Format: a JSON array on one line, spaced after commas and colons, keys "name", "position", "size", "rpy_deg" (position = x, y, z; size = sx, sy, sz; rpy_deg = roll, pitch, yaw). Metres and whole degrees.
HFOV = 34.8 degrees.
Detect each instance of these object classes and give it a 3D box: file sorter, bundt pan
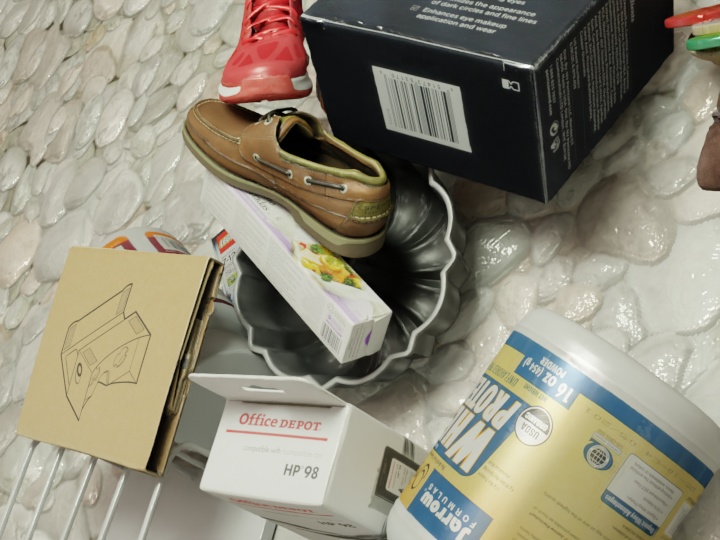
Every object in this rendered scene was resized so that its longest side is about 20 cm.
[{"name": "file sorter", "position": [-0.185, 0.210, 0.922], "size": [0.198, 0.124, 0.140], "rpy_deg": [-4, 61, 42]}, {"name": "bundt pan", "position": [0.000, 0.000, 0.900], "size": [0.200, 0.076, 0.205], "rpy_deg": [-10, 70, 28]}]

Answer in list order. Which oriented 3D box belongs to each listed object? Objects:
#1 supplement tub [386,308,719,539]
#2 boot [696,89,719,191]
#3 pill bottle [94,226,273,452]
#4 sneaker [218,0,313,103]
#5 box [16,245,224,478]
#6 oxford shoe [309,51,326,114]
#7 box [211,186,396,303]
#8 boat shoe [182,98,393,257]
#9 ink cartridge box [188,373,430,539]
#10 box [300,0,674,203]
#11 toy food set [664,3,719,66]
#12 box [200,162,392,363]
[{"name": "supplement tub", "position": [0.105, 0.141, 0.682], "size": [0.201, 0.144, 0.144], "rpy_deg": [-55, 42, -2]}, {"name": "boot", "position": [0.270, -0.048, 0.676], "size": [0.166, 0.072, 0.202], "rpy_deg": [0, 65, 57]}, {"name": "pill bottle", "position": [-0.158, 0.056, 0.972], "size": [0.115, 0.114, 0.200], "rpy_deg": [-50, 44, 4]}, {"name": "sneaker", "position": [-0.078, -0.202, 0.902], "size": [0.077, 0.117, 0.200], "rpy_deg": [-5, 21, -3]}, {"name": "box", "position": [-0.194, 0.065, 0.902], "size": [0.198, 0.021, 0.166], "rpy_deg": [4, 75, 46]}, {"name": "oxford shoe", "position": [-0.020, -0.177, 0.972], "size": [0.071, 0.200, 0.073], "rpy_deg": [-38, 86, 1]}, {"name": "box", "position": [-0.043, -0.042, 1.022], "size": [0.199, 0.035, 0.111], "rpy_deg": [-38, 45, 17]}, {"name": "boat shoe", "position": [-0.053, -0.090, 0.861], "size": [0.199, 0.069, 0.072], "rpy_deg": [32, 43, 24]}, {"name": "ink cartridge box", "position": [-0.022, 0.137, 0.761], "size": [0.115, 0.199, 0.067], "rpy_deg": [-3, 62, 41]}, {"name": "box", "position": [0.099, -0.173, 0.839], "size": [0.195, 0.118, 0.200], "rpy_deg": [21, 54, 34]}, {"name": "toy food set", "position": [0.293, -0.189, 0.734], "size": [0.199, 0.049, 0.197], "rpy_deg": [-38, 16, -26]}, {"name": "box", "position": [-0.052, -0.013, 0.859], "size": [0.200, 0.038, 0.042], "rpy_deg": [46, 134, 33]}]
